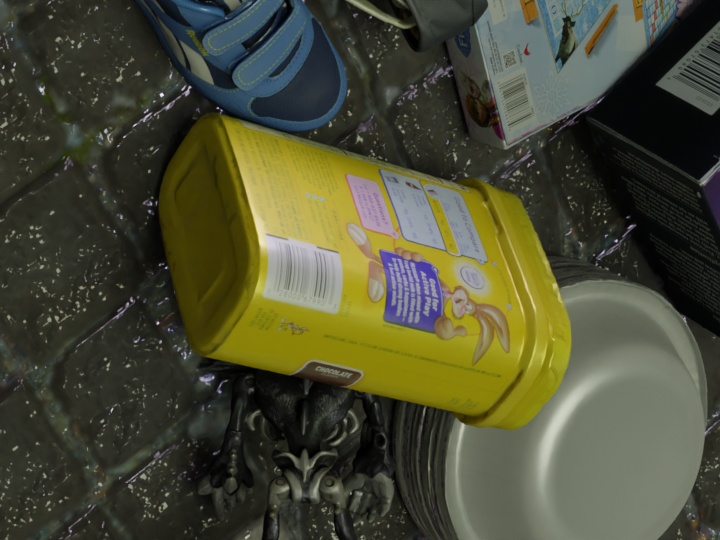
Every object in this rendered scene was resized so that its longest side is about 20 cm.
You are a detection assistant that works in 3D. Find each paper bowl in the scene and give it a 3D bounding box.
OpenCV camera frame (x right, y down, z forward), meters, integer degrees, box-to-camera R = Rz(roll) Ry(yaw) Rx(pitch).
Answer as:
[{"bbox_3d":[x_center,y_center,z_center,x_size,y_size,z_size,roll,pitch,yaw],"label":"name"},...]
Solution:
[{"bbox_3d":[0.126,0.100,1.233,0.199,0.104,0.203,-11,110,-31],"label":"paper bowl"}]

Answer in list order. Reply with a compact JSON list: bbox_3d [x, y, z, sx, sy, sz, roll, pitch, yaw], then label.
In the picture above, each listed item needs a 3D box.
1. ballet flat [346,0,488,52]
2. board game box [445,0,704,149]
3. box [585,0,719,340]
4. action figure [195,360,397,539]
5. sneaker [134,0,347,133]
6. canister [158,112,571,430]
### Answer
[{"bbox_3d":[-0.013,-0.191,1.078,0.200,0.073,0.073,44,78,-21],"label":"ballet flat"},{"bbox_3d":[0.127,-0.202,1.186,0.198,0.041,0.202,-27,116,-24],"label":"board game box"},{"bbox_3d":[0.246,-0.059,1.236,0.148,0.104,0.200,-44,135,-10],"label":"box"},{"bbox_3d":[-0.034,0.114,1.137,0.118,0.102,0.202,5,60,-6],"label":"action figure"},{"bbox_3d":[-0.068,-0.137,1.055,0.200,0.082,0.074,44,78,-35],"label":"sneaker"},{"bbox_3d":[0.000,0.000,1.100,0.199,0.149,0.087,15,129,-32],"label":"canister"}]
